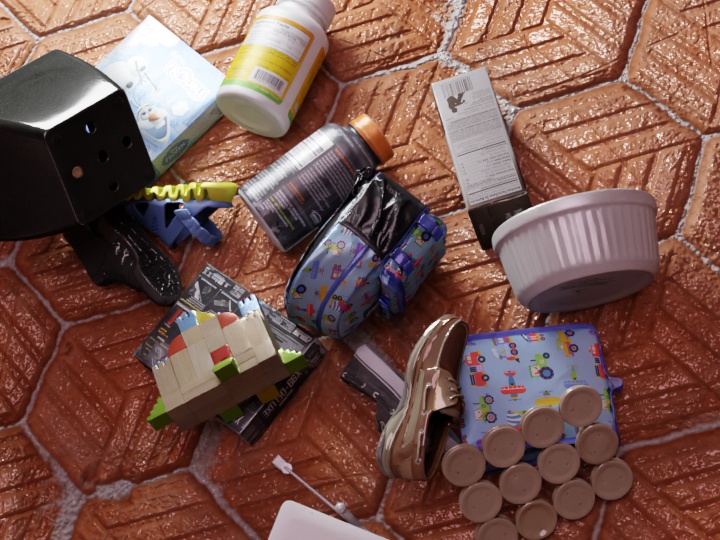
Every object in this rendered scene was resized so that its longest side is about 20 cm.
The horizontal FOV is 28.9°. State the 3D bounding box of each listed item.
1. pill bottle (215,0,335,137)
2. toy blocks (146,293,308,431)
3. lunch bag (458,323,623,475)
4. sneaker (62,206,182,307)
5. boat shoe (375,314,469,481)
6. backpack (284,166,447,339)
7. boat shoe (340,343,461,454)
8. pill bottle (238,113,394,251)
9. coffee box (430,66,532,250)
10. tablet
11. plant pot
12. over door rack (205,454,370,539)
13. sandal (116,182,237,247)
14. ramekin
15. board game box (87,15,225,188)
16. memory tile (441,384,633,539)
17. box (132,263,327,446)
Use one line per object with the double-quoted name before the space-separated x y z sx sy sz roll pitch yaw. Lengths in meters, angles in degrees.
"pill bottle" -0.112 -0.296 1.944 0.111 0.111 0.200 17 69 22
"toy blocks" -0.181 0.103 1.727 0.200 0.100 0.137 -28 49 1
"lunch bag" 0.212 0.146 1.653 0.200 0.094 0.151 -10 63 4
"sneaker" -0.321 -0.008 1.878 0.200 0.060 0.104 51 129 16
"boat shoe" 0.088 0.149 1.589 0.072 0.076 0.200 13 79 37
"backpack" 0.000 0.000 1.726 0.134 0.183 0.200 36 75 11
"boat shoe" 0.042 0.168 1.691 0.066 0.070 0.200 -48 54 2
"pill bottle" -0.053 -0.122 1.844 0.200 0.106 0.106 -36 61 -5
"coffee box" 0.159 -0.143 1.794 0.080 0.113 0.200 -17 62 6
"tablet" -0.019 0.359 1.597 0.200 0.014 0.130 21 76 3
"plant pot" -0.388 -0.155 1.827 0.177 0.200 0.199 13 40 43
"over door rack" -0.080 0.325 1.651 0.200 0.067 0.148 35 76 27
"sandal" -0.261 -0.072 1.896 0.200 0.079 0.087 -3 92 23
"ramekin" 0.263 -0.017 1.663 0.202 0.202 0.094 -13 74 8
"board game box" -0.307 -0.244 2.009 0.199 0.043 0.200 -45 62 -10
"memory tile" 0.203 0.230 1.594 0.200 0.154 0.017 -26 16 -1
"box" -0.168 0.106 1.793 0.200 0.050 0.158 32 76 26
